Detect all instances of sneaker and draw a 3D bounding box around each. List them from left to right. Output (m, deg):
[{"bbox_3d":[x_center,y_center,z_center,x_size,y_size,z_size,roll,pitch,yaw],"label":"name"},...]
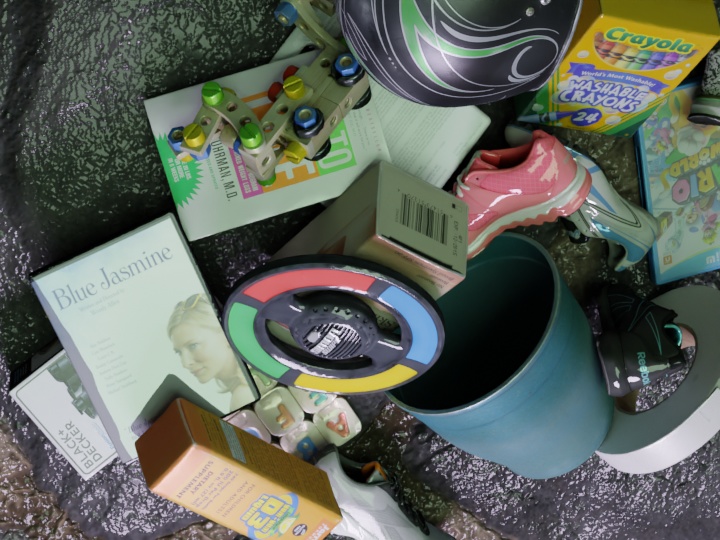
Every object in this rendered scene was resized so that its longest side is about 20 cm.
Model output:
[{"bbox_3d":[0.024,0.241,1.615,0.200,0.074,0.080,30,103,-22],"label":"sneaker"},{"bbox_3d":[0.113,-0.073,1.510,0.199,0.074,0.087,-25,122,22],"label":"sneaker"},{"bbox_3d":[0.209,-0.073,1.561,0.200,0.072,0.073,39,89,-22],"label":"sneaker"},{"bbox_3d":[0.271,0.065,1.555,0.079,0.200,0.076,-13,109,12],"label":"sneaker"},{"bbox_3d":[0.415,-0.181,1.565,0.199,0.077,0.089,-1,100,-18],"label":"sneaker"}]

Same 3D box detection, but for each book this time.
[{"bbox_3d":[-0.081,-0.119,1.459,0.199,0.048,0.134,-17,98,1],"label":"book"}]

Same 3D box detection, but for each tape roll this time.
[{"bbox_3d":[0.297,0.105,1.575,0.037,0.203,0.203,40,95,-24],"label":"tape roll"}]

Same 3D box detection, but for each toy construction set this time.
[{"bbox_3d":[-0.070,-0.161,1.397,0.201,0.131,0.092,-59,155,-7],"label":"toy construction set"}]

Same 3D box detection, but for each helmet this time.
[{"bbox_3d":[0.069,-0.236,1.334,0.189,0.200,0.201,6,107,-18],"label":"helmet"}]

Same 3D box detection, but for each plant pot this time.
[{"bbox_3d":[0.146,0.099,1.545,0.200,0.200,0.188,-42,128,2],"label":"plant pot"}]

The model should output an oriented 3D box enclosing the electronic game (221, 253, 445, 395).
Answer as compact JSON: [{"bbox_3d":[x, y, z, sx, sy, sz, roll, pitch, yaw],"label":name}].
[{"bbox_3d":[-0.024,0.051,1.425,0.199,0.042,0.201,4,143,3],"label":"electronic game"}]

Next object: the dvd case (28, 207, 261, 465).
[{"bbox_3d":[-0.192,0.061,1.457,0.142,0.018,0.201,-25,108,-4],"label":"dvd case"}]

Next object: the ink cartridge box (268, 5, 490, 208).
[{"bbox_3d":[-0.003,-0.138,1.505,0.200,0.047,0.160,37,97,-9],"label":"ink cartridge box"}]

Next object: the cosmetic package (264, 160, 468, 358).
[{"bbox_3d":[0.000,0.000,1.462,0.103,0.088,0.200,24,141,-24],"label":"cosmetic package"}]

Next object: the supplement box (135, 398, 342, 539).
[{"bbox_3d":[-0.109,0.194,1.480,0.067,0.069,0.200,-46,131,15],"label":"supplement box"}]

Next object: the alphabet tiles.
[{"bbox_3d":[-0.093,0.118,1.575,0.199,0.015,0.196,-34,114,-2],"label":"alphabet tiles"}]

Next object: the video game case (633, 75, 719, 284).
[{"bbox_3d":[0.349,-0.096,1.620,0.142,0.018,0.201,-15,112,-11],"label":"video game case"}]

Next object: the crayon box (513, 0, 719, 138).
[{"bbox_3d":[0.236,-0.201,1.466,0.125,0.052,0.200,6,148,-21],"label":"crayon box"}]

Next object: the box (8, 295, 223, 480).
[{"bbox_3d":[-0.214,0.086,1.501,0.200,0.060,0.117,-37,108,0],"label":"box"}]
